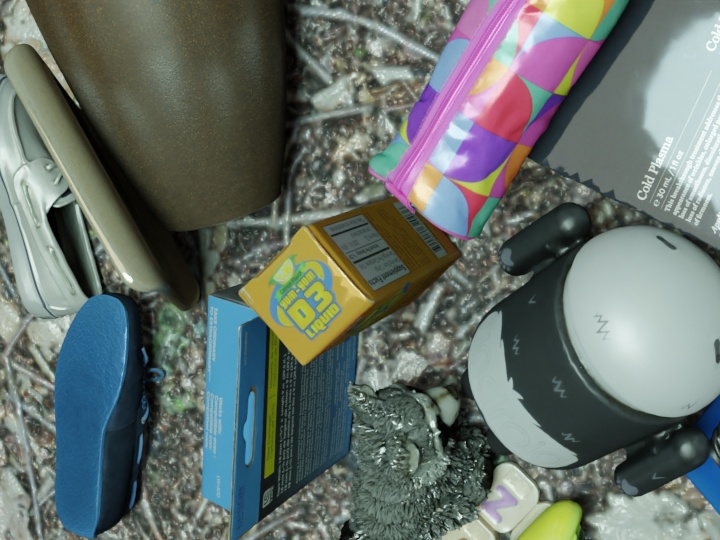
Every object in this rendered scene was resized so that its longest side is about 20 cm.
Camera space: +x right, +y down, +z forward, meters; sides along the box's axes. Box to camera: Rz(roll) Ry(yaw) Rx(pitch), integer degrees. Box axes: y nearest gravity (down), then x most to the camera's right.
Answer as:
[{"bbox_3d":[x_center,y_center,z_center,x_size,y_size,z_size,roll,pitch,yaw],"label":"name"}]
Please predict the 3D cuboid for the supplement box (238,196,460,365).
[{"bbox_3d":[0.000,0.000,0.752,0.066,0.200,0.069,-43,81,22],"label":"supplement box"}]

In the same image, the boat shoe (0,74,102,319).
[{"bbox_3d":[-0.256,-0.061,0.922,0.065,0.072,0.203,-8,95,19],"label":"boat shoe"}]

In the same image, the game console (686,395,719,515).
[{"bbox_3d":[0.338,0.113,0.728,0.201,0.117,0.171,-55,46,20],"label":"game console"}]

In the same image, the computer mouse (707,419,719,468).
[{"bbox_3d":[0.270,0.045,0.679,0.109,0.044,0.203,25,77,-22],"label":"computer mouse"}]

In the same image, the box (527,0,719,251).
[{"bbox_3d":[0.205,-0.135,0.699,0.180,0.104,0.202,28,107,17],"label":"box"}]

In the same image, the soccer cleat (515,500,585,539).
[{"bbox_3d":[0.091,0.242,0.810,0.083,0.065,0.202,32,107,17],"label":"soccer cleat"}]

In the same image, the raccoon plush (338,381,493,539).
[{"bbox_3d":[0.014,0.163,0.788,0.096,0.133,0.202,29,96,31],"label":"raccoon plush"}]

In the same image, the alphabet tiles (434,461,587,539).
[{"bbox_3d":[0.091,0.249,0.853,0.200,0.015,0.196,44,111,11],"label":"alphabet tiles"}]

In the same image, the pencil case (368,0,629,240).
[{"bbox_3d":[0.082,-0.118,0.654,0.088,0.088,0.202,34,110,14],"label":"pencil case"}]

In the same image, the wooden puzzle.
[{"bbox_3d":[-0.185,-0.055,0.824,0.037,0.200,0.187,-30,85,-1],"label":"wooden puzzle"}]

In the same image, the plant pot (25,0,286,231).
[{"bbox_3d":[-0.125,-0.139,0.813,0.184,0.187,0.203,-7,109,23],"label":"plant pot"}]

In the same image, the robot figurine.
[{"bbox_3d":[0.149,0.053,0.724,0.149,0.126,0.200,32,143,-12],"label":"robot figurine"}]

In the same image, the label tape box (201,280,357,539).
[{"bbox_3d":[-0.067,0.084,0.793,0.062,0.200,0.147,7,101,21],"label":"label tape box"}]

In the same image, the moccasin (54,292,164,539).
[{"bbox_3d":[-0.209,0.114,0.931,0.080,0.068,0.203,19,104,27],"label":"moccasin"}]
